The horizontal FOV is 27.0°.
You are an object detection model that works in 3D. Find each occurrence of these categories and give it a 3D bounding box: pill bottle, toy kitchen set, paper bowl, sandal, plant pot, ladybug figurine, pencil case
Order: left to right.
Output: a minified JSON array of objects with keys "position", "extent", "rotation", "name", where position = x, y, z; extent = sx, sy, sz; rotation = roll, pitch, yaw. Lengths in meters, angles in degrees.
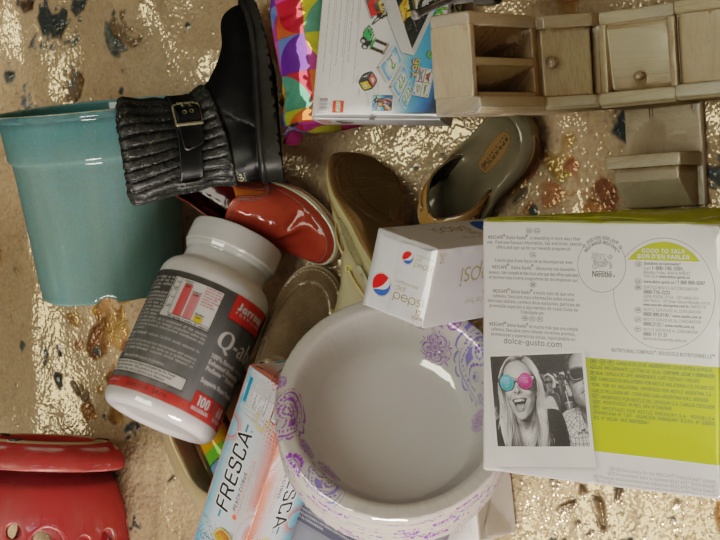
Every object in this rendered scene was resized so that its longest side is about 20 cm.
[{"position":[-0.347,0.272,1.635],"extent":[0.200,0.200,0.184],"rotation":[0,85,38],"name":"plant pot"},{"position":[-0.267,-0.073,1.553],"extent":[0.199,0.200,0.197],"rotation":[2,103,38],"name":"plant pot"},{"position":[-0.158,0.056,1.455],"extent":[0.115,0.116,0.201],"rotation":[11,71,37],"name":"pill bottle"},{"position":[-0.133,0.172,1.530],"extent":[0.136,0.072,0.201],"rotation":[-36,71,33],"name":"ladybug figurine"},{"position":[-0.048,-0.224,1.428],"extent":[0.088,0.088,0.201],"rotation":[-6,88,38],"name":"pencil case"},{"position":[0.028,0.133,1.265],"extent":[0.201,0.200,0.105],"rotation":[52,161,23],"name":"paper bowl"},{"position":[0.088,-0.064,1.348],"extent":[0.080,0.054,0.200],"rotation":[49,126,25],"name":"sandal"},{"position":[0.191,-0.127,1.187],"extent":[0.199,0.180,0.164],"rotation":[-2,94,38],"name":"toy kitchen set"}]

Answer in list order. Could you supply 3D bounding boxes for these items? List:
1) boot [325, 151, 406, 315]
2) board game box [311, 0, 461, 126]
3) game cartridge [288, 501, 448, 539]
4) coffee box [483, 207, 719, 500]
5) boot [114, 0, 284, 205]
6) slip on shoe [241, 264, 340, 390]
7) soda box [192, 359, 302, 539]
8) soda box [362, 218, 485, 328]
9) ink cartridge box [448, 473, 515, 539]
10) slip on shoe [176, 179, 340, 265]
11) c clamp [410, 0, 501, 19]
[{"position":[0.000,0.000,1.410],"extent":[0.200,0.072,0.156],"rotation":[-115,31,-42],"name":"boot"},{"position":[0.027,-0.231,1.356],"extent":[0.126,0.035,0.201],"rotation":[3,84,22],"name":"board game box"},{"position":[-0.001,0.209,1.368],"extent":[0.199,0.041,0.134],"rotation":[24,112,35],"name":"game cartridge"},{"position":[0.229,0.053,1.158],"extent":[0.199,0.199,0.199],"rotation":[2,94,38],"name":"coffee box"},{"position":[-0.159,-0.167,1.447],"extent":[0.157,0.080,0.212],"rotation":[-7,61,0],"name":"boot"},{"position":[-0.073,0.089,1.446],"extent":[0.076,0.061,0.201],"rotation":[24,85,9],"name":"slip on shoe"},{"position":[-0.087,0.182,1.370],"extent":[0.063,0.068,0.201],"rotation":[32,112,34],"name":"soda box"},{"position":[0.090,-0.002,1.262],"extent":[0.063,0.200,0.068],"rotation":[20,106,34],"name":"soda box"},{"position":[0.040,0.190,1.401],"extent":[0.199,0.067,0.117],"rotation":[-6,89,37],"name":"ink cartridge box"},{"position":[-0.108,-0.060,1.475],"extent":[0.199,0.061,0.074],"rotation":[31,130,9],"name":"slip on shoe"},{"position":[0.165,-0.236,1.217],"extent":[0.199,0.171,0.027],"rotation":[-1,116,33],"name":"c clamp"}]
